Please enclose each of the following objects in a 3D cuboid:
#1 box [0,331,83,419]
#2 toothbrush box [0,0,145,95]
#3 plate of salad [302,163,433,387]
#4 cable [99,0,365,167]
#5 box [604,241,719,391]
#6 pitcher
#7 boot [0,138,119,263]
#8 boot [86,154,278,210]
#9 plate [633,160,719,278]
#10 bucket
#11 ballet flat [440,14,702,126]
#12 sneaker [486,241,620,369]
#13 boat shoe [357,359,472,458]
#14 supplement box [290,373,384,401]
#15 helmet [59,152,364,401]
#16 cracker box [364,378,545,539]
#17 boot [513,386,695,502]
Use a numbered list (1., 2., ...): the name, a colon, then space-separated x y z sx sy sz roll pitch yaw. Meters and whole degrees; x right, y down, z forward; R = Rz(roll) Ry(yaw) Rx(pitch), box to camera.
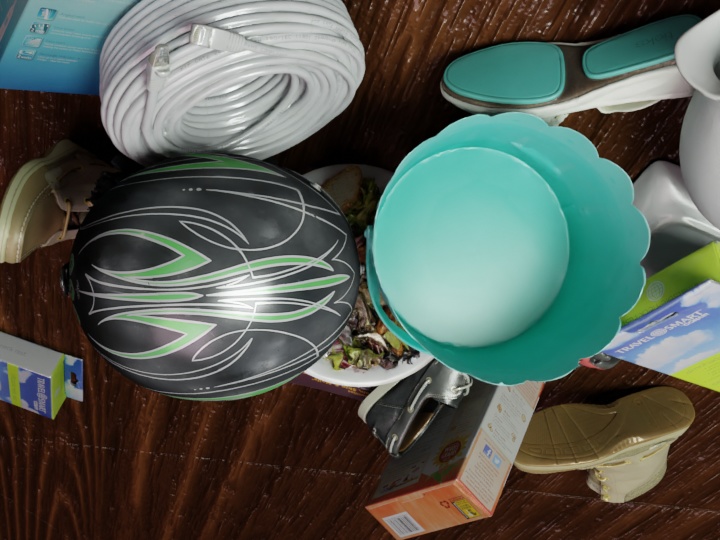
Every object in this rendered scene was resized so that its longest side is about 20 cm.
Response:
1. box: -0.481 0.133 1.241 0.200 0.048 0.122 20 141 -1
2. toothbrush box: -0.169 -0.212 0.639 0.146 0.085 0.200 -5 158 -39
3. plate of salad: 0.000 0.000 0.793 0.200 0.200 0.048 23 164 -7
4. cable: -0.097 -0.142 0.682 0.200 0.069 0.200 -11 162 -39
5. box: 0.290 0.043 0.741 0.200 0.048 0.122 18 141 -32
6. pitcher: 0.292 -0.118 0.612 0.121 0.172 0.200 44 175 37
7. boot: -0.234 -0.046 0.833 0.155 0.200 0.072 22 115 -7
8. boot: -0.148 -0.012 0.813 0.073 0.162 0.198 24 122 47
9. plate: 0.297 0.010 0.819 0.199 0.032 0.200 23 140 -6
10. bucket: 0.101 -0.016 0.708 0.207 0.207 0.135 22 179 -5
11. ballet flat: 0.161 -0.137 0.679 0.200 0.069 0.069 -6 135 23
12. sneaker: 0.149 0.019 0.839 0.200 0.071 0.098 45 148 -7
13. boat shoe: 0.089 0.108 0.926 0.200 0.068 0.072 -44 145 11
14. supplement box: -0.012 0.040 0.926 0.110 0.086 0.200 14 140 4
15. helmet: -0.105 0.004 0.670 0.191 0.200 0.200 9 147 52
16. cracker box: 0.103 0.176 0.949 0.058 0.200 0.134 47 134 -13
17. boot: 0.252 0.204 0.996 0.200 0.073 0.156 -14 142 -7
